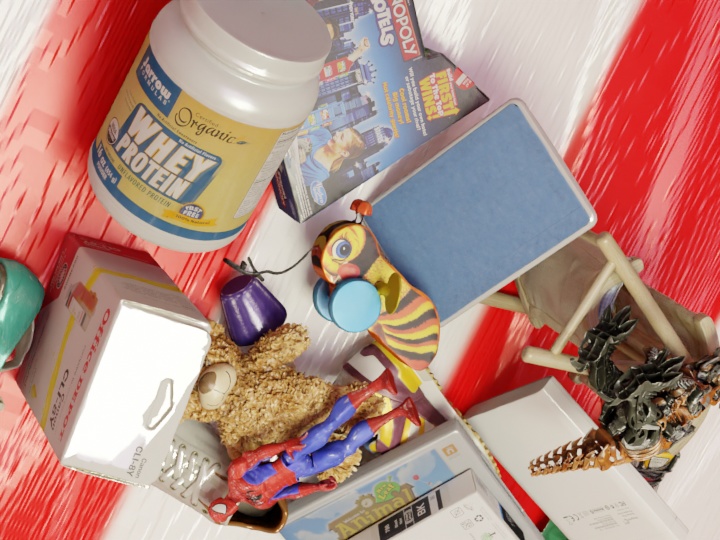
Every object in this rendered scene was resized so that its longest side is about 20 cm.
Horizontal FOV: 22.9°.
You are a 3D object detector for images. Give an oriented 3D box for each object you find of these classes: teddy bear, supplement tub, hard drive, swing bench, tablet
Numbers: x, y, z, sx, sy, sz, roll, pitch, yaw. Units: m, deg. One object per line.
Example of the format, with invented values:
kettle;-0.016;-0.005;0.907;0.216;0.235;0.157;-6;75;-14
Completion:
teddy bear;-0.075;0.118;1.550;0.145;0.067;0.200;-41;112;19
supplement tub;-0.121;-0.130;1.428;0.144;0.145;0.200;15;127;-25
hard drive;0.201;0.192;1.679;0.200;0.132;0.027;48;55;-10
swing bench;0.211;0.041;1.621;0.200;0.199;0.130;32;93;-27
tablet;0.100;-0.048;1.559;0.200;0.014;0.130;-35;85;33

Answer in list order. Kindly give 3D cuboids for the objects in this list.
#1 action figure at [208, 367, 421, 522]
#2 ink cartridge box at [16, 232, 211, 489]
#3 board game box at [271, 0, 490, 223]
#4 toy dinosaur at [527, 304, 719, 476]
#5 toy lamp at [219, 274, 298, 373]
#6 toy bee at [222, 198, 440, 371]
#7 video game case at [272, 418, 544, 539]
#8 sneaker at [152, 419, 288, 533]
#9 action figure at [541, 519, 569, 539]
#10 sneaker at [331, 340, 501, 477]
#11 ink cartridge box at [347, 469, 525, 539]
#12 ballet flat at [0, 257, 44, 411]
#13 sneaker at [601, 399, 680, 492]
action figure;-0.046;0.160;1.524;0.199;0.052;0.065;-31;125;11
ink cartridge box;-0.206;0.069;1.459;0.083;0.200;0.146;17;99;-25
board game box;0.004;-0.170;1.548;0.199;0.062;0.201;-20;113;-16
toy dinosaur;0.236;0.118;1.497;0.200;0.102;0.136;-45;136;-27
toy lamp;-0.067;0.092;1.604;0.058;0.058;0.201;-34;115;-9
toy bee;0.000;0.000;1.550;0.200;0.131;0.109;31;89;-41
video game case;0.047;0.245;1.670;0.199;0.022;0.182;-28;122;13
sneaker;-0.144;0.175;1.584;0.199;0.085;0.073;28;97;-26
action figure;0.164;0.340;1.780;0.200;0.055;0.118;-44;120;0
sneaker;0.051;0.153;1.665;0.090;0.075;0.200;-38;108;-6
ink cartridge box;0.047;0.271;1.652;0.199;0.039;0.100;-31;122;12
ballet flat;-0.320;0.086;1.497;0.070;0.067;0.201;22;100;-40
sneaker;0.269;0.187;1.755;0.077;0.082;0.201;-2;107;-22
